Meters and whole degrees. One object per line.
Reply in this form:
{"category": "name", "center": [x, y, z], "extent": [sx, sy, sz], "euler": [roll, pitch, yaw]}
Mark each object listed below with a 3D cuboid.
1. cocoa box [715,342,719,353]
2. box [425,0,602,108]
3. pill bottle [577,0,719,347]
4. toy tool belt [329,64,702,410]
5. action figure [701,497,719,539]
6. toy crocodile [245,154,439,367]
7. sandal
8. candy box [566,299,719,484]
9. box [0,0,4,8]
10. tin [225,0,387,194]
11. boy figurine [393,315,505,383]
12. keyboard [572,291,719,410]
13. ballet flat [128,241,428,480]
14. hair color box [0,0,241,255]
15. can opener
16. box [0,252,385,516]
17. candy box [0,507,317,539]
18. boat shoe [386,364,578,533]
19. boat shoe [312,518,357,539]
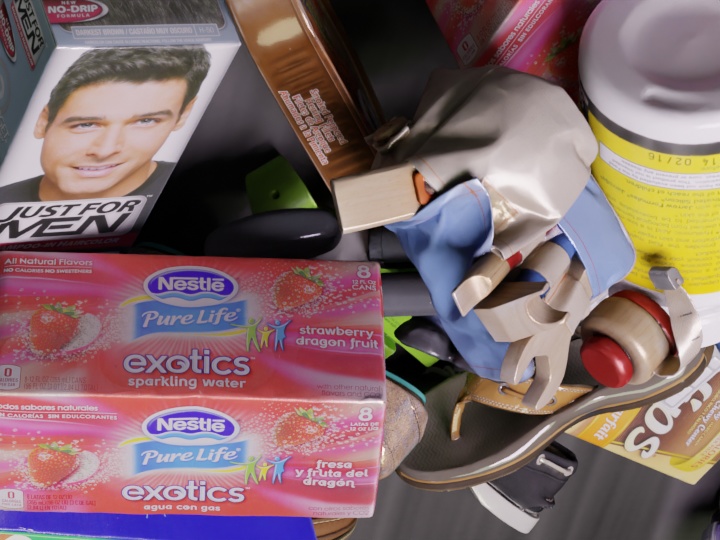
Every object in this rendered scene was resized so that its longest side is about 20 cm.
{"category": "cocoa box", "center": [0.302, -0.025, 1.521], "extent": [0.133, 0.131, 0.200], "euler": [27, 117, -39]}
{"category": "box", "center": [0.126, -0.190, 1.312], "extent": [0.095, 0.103, 0.200], "euler": [17, 124, -35]}
{"category": "pill bottle", "center": [0.168, -0.050, 1.316], "extent": [0.111, 0.111, 0.200], "euler": [-17, 141, -8]}
{"category": "toy tool belt", "center": [0.070, 0.004, 1.273], "extent": [0.123, 0.125, 0.200], "euler": [-44, 114, -25]}
{"category": "action figure", "center": [0.277, 0.136, 1.681], "extent": [0.069, 0.130, 0.200], "euler": [16, 145, -2]}
{"category": "toy crocodile", "center": [0.000, 0.000, 1.475], "extent": [0.068, 0.062, 0.200], "euler": [-39, 139, 16]}
{"category": "sandal", "center": [0.105, 0.063, 1.475], "extent": [0.200, 0.082, 0.055], "euler": [-21, 133, 12]}
{"category": "candy box", "center": [0.171, 0.053, 1.593], "extent": [0.200, 0.055, 0.115], "euler": [24, 117, -37]}
{"category": "box", "center": [-0.200, -0.174, 1.234], "extent": [0.144, 0.036, 0.200], "euler": [28, 115, -40]}
{"category": "tin", "center": [-0.029, -0.114, 1.313], "extent": [0.042, 0.112, 0.200], "euler": [-20, 136, 10]}
{"category": "boy figurine", "center": [0.095, -0.037, 1.420], "extent": [0.124, 0.064, 0.200], "euler": [26, 93, 4]}
{"category": "keyboard", "center": [0.130, 0.013, 1.497], "extent": [0.200, 0.011, 0.056], "euler": [35, 112, -20]}
{"category": "ballet flat", "center": [-0.055, 0.056, 1.432], "extent": [0.200, 0.067, 0.068], "euler": [29, 156, -5]}
{"category": "hair color box", "center": [-0.145, -0.075, 1.294], "extent": [0.099, 0.061, 0.200], "euler": [-5, 148, -29]}
{"category": "can opener", "center": [0.017, -0.004, 1.362], "extent": [0.200, 0.053, 0.067], "euler": [-2, 163, 11]}
{"category": "box", "center": [-0.090, 0.058, 1.317], "extent": [0.200, 0.103, 0.095], "euler": [2, 136, -3]}
{"category": "candy box", "center": [-0.139, 0.105, 1.429], "extent": [0.200, 0.169, 0.077], "euler": [7, 136, -28]}
{"category": "boat shoe", "center": [0.059, 0.092, 1.572], "extent": [0.200, 0.074, 0.060], "euler": [38, 96, -32]}
{"category": "boat shoe", "center": [-0.084, 0.130, 1.547], "extent": [0.200, 0.072, 0.068], "euler": [5, 130, -27]}
